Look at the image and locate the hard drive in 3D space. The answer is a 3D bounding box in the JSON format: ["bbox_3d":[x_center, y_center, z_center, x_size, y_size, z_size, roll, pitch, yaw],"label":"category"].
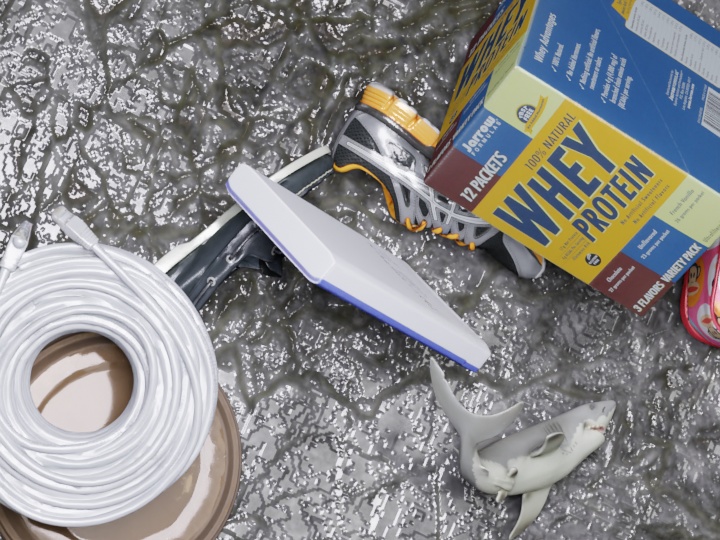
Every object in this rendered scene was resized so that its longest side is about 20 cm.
[{"bbox_3d":[0.000,0.000,1.593,0.025,0.132,0.200,-51,139,8],"label":"hard drive"}]

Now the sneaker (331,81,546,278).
[{"bbox_3d":[0.062,-0.057,1.698,0.200,0.078,0.077,41,92,-5],"label":"sneaker"}]

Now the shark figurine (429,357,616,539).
[{"bbox_3d":[0.098,0.131,1.667,0.089,0.214,0.128,42,106,31],"label":"shark figurine"}]

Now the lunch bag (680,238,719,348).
[{"bbox_3d":[0.362,0.011,1.761,0.199,0.082,0.177,11,81,-14],"label":"lunch bag"}]

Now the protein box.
[{"bbox_3d":[0.182,-0.114,1.654,0.200,0.135,0.199,31,41,-9],"label":"protein box"}]

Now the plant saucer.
[{"bbox_3d":[-0.183,0.140,1.626,0.199,0.029,0.201,2,84,-15],"label":"plant saucer"}]

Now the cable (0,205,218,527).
[{"bbox_3d":[-0.203,0.080,1.568,0.200,0.069,0.200,35,86,-7],"label":"cable"}]

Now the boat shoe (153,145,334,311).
[{"bbox_3d":[-0.088,-0.014,1.644,0.199,0.075,0.066,-38,89,-13],"label":"boat shoe"}]
